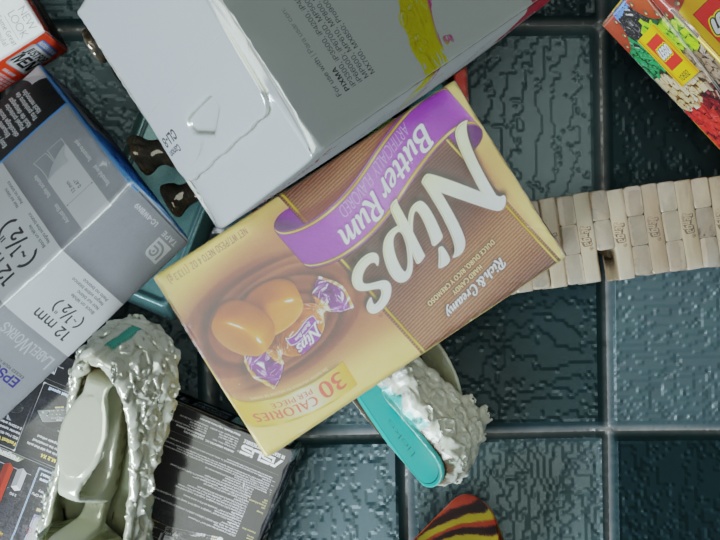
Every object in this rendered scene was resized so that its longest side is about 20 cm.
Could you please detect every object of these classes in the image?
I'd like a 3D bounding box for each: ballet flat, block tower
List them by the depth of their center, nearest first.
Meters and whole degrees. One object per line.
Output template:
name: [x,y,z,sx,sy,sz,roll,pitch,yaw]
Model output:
ballet flat: [-0.148,0.122,0.804,0.071,0.072,0.203,11,105,1]
block tower: [0.136,-0.019,0.883,0.197,0.058,0.055,-8,90,0]
ballet flat: [0.003,0.041,0.889,0.072,0.072,0.200,-40,91,0]

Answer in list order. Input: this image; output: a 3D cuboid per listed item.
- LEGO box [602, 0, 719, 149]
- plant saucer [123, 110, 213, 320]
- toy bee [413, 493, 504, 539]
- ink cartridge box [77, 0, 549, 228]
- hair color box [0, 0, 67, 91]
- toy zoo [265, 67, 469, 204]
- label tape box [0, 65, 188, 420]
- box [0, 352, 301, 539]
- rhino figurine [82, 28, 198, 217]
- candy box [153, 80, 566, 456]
LEGO box: [0.262,-0.162,0.836,0.200,0.077,0.149,-43,88,-9]
plant saucer: [-0.109,-0.076,0.909,0.069,0.019,0.202,21,89,1]
toy bee: [0.019,0.227,0.853,0.200,0.131,0.109,-48,48,5]
ink cartridge box: [-0.019,-0.144,0.782,0.199,0.145,0.145,-37,94,-28]
hair color box: [-0.292,-0.132,0.891,0.199,0.064,0.112,-32,88,-1]
toy zoo: [-0.001,-0.143,0.897,0.129,0.020,0.203,-4,89,-7]
label tape box: [-0.213,-0.003,0.848,0.200,0.066,0.143,-42,47,-2]
box: [-0.154,0.141,0.890,0.198,0.050,0.160,21,90,2]
rhino figurine: [-0.113,-0.140,0.872,0.087,0.060,0.202,-26,77,9]
candy box: [0.000,0.000,0.823,0.199,0.056,0.117,-33,88,-5]
